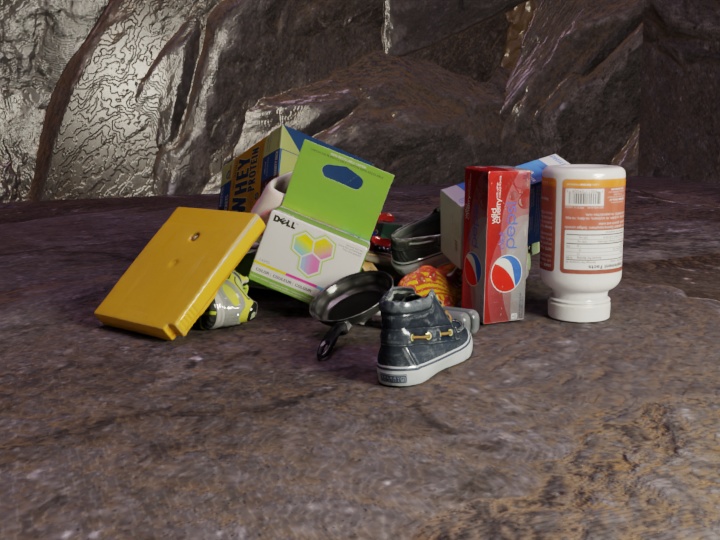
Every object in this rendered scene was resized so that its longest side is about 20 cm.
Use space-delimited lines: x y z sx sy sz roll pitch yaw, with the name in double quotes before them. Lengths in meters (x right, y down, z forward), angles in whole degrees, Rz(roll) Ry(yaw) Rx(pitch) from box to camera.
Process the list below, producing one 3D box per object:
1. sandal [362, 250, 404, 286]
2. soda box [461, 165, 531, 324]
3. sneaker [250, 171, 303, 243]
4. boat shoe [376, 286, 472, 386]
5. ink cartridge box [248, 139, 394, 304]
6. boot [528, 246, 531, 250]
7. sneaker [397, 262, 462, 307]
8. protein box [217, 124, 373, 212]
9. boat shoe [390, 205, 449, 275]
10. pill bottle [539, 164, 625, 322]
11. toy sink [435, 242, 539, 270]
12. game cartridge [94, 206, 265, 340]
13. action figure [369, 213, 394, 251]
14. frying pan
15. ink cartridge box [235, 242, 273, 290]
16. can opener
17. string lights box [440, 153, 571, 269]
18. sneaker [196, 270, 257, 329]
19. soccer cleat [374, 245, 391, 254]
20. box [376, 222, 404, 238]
"sandal" 0.000 0.000 1.420 0.198 0.055 0.080 23 -29 -36
"soda box" 0.179 -0.036 1.255 0.069 0.204 0.063 -4 12 -23
"sneaker" -0.072 -0.088 1.421 0.198 0.106 0.076 4 33 -37
"boat shoe" 0.076 0.058 1.041 0.070 0.093 0.200 4 10 24
"ink cartridge box" -0.054 -0.061 1.313 0.146 0.203 0.076 21 10 1
"boot" 0.334 -0.089 1.935 0.166 0.078 0.199 2 16 38
"sneaker" 0.103 0.031 1.337 0.076 0.074 0.199 -21 -7 33
"protein box" -0.115 -0.124 1.636 0.196 0.137 0.199 19 -27 -34
"boat shoe" 0.132 -0.061 1.392 0.198 0.072 0.072 -28 41 -19
"pill bottle" 0.297 -0.038 1.268 0.110 0.204 0.112 0 10 0
"toy sink" 0.215 -0.034 1.512 0.196 0.114 0.130 -1 13 19
"game cartridge" -0.240 0.000 1.249 0.174 0.033 0.201 7 54 42
"action figure" 0.010 -0.026 1.503 0.051 0.067 0.200 7 -21 -17
"frying pan" -0.005 0.052 1.160 0.113 0.031 0.191 -21 26 1
"ink cartridge box" -0.174 -0.010 1.473 0.146 0.077 0.199 7 14 37
"can opener" 0.058 0.047 1.216 0.197 0.068 0.052 12 13 33
"string lights box" 0.212 -0.085 1.343 0.197 0.104 0.059 -18 36 -21
"sneaker" -0.198 0.020 1.300 0.075 0.076 0.201 6 30 -25
"soccer cleat" 0.043 -0.019 1.592 0.072 0.070 0.199 0 6 -24
"box" 0.063 -0.050 1.700 0.197 0.037 0.144 6 -13 38
